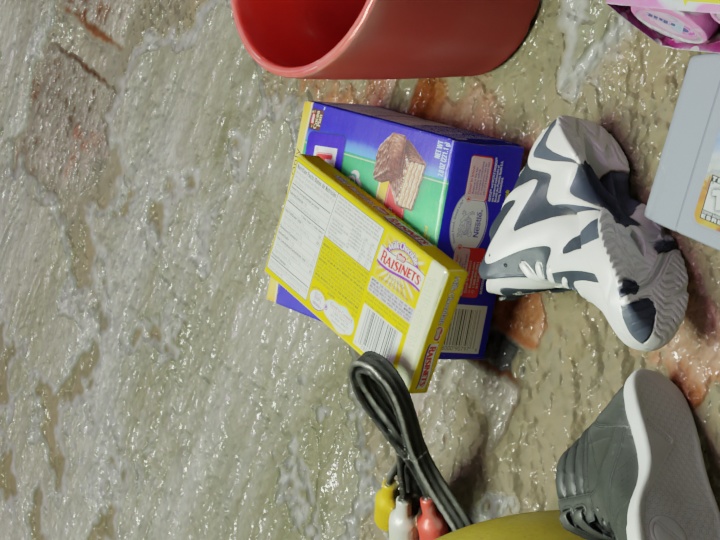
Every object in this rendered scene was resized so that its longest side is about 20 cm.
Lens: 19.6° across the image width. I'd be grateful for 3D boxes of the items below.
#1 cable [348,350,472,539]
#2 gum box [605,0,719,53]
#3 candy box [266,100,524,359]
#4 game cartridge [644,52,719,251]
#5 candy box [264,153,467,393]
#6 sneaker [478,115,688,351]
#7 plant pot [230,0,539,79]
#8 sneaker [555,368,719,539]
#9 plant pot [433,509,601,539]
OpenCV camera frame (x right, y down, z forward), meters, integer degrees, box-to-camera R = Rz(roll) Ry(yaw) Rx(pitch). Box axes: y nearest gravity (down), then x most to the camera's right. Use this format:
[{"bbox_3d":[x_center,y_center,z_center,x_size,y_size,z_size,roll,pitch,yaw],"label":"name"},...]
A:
[{"bbox_3d":[0.034,0.152,1.530,0.097,0.050,0.200,31,151,40],"label":"cable"},{"bbox_3d":[0.264,-0.198,1.322,0.200,0.066,0.114,15,78,52],"label":"gum box"},{"bbox_3d":[0.023,-0.035,1.619,0.200,0.077,0.170,20,102,53],"label":"candy box"},{"bbox_3d":[0.272,-0.068,1.343,0.200,0.041,0.134,28,111,50],"label":"game cartridge"},{"bbox_3d":[0.000,0.000,1.562,0.200,0.026,0.102,40,118,44],"label":"candy box"},{"bbox_3d":[0.147,0.002,1.456,0.130,0.079,0.199,-52,47,35],"label":"sneaker"},{"bbox_3d":[0.027,-0.229,1.563,0.200,0.177,0.201,-10,77,51],"label":"plant pot"},{"bbox_3d":[0.180,0.168,1.372,0.099,0.071,0.200,-52,26,37],"label":"sneaker"},{"bbox_3d":[0.079,0.258,1.430,0.200,0.142,0.201,-26,59,55],"label":"plant pot"}]
